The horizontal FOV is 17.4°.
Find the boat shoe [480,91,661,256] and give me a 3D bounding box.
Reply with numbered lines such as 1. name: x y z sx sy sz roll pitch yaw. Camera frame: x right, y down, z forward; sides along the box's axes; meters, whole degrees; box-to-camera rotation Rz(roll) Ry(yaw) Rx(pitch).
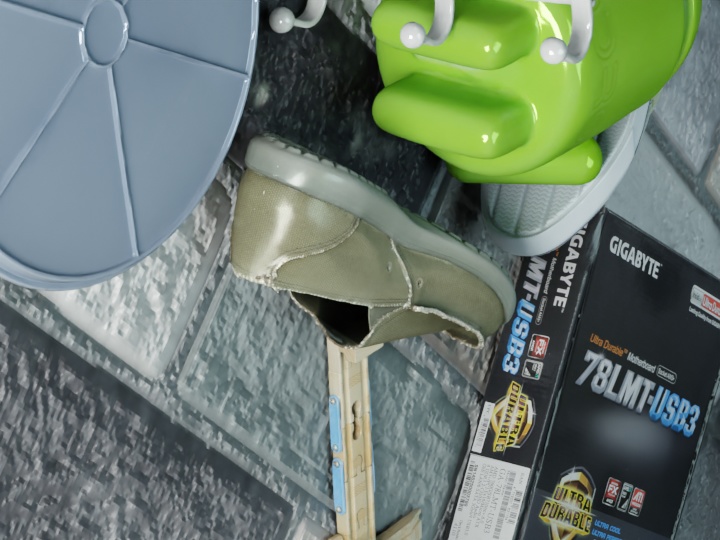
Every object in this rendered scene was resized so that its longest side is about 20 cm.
1. boat shoe: 0.124 -0.082 1.218 0.201 0.072 0.062 -60 149 -25

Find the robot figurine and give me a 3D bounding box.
1. robot figurine: 0.086 -0.117 1.104 0.200 0.115 0.177 -33 129 -47

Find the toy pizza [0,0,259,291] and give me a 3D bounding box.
1. toy pizza: -0.109 -0.093 0.900 0.200 0.032 0.202 -22 118 -51

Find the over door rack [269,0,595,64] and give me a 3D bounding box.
1. over door rack: 0.018 -0.184 0.956 0.067 0.147 0.201 -37 130 -51

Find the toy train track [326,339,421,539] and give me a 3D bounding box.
1. toy train track: 0.007 0.113 1.140 0.114 0.032 0.202 -29 123 -48

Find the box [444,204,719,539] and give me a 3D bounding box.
1. box: 0.133 0.080 1.306 0.200 0.049 0.200 27 79 -57

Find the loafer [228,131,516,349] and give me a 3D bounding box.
1. loafer: 0.000 0.000 1.069 0.200 0.075 0.070 30 88 -51
